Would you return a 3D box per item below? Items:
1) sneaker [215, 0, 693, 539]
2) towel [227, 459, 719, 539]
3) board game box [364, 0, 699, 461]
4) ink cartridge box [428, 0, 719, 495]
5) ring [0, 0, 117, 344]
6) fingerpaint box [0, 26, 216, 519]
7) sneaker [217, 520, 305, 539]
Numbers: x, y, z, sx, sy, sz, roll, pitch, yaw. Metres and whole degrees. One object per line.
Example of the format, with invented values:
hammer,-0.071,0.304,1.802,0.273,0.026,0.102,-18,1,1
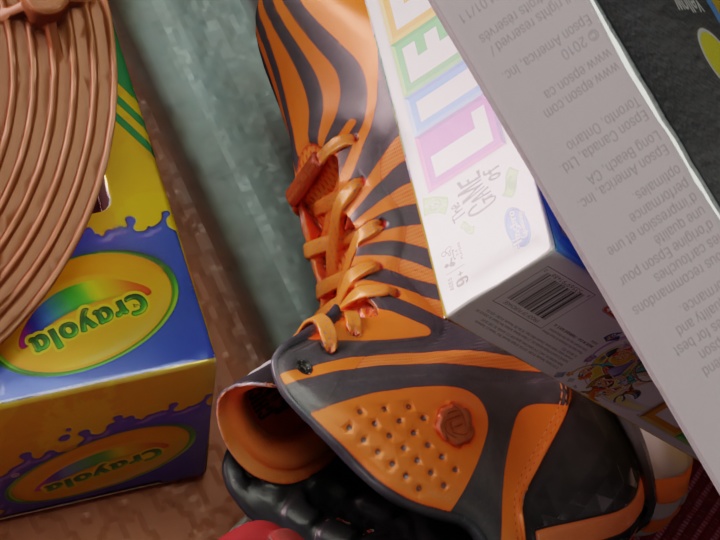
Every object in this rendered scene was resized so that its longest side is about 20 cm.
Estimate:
sneaker,0.000,0.000,0.747,0.111,0.078,0.201,-19,63,-29
towel,0.042,0.091,0.763,0.144,0.023,0.200,38,61,15
board game box,0.080,-0.016,0.734,0.034,0.200,0.135,-32,51,26
ink cartridge box,0.116,0.000,0.690,0.201,0.047,0.197,59,24,8
ring,-0.163,-0.053,0.710,0.199,0.019,0.202,2,76,-9
fingerpaint box,-0.157,-0.007,0.768,0.198,0.074,0.168,-11,61,-13
sneaker,-0.114,0.100,0.694,0.199,0.079,0.116,-33,66,-15
